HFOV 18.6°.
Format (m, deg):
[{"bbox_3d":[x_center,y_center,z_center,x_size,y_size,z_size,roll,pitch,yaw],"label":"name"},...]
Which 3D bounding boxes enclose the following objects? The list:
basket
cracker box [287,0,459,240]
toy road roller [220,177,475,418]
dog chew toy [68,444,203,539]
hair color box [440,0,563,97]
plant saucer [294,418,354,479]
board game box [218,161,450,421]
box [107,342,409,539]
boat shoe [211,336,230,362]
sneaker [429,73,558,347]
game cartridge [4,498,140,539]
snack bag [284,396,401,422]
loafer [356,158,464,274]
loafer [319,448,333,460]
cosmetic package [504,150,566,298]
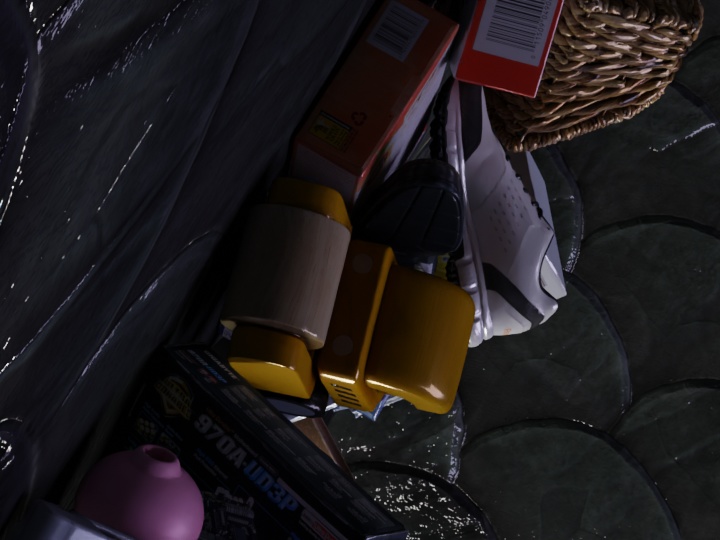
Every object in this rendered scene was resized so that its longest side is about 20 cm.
[{"bbox_3d":[0.168,-0.198,1.743,0.149,0.142,0.200,-63,-145,32],"label":"basket"},{"bbox_3d":[0.002,-0.096,1.554,0.134,0.058,0.200,-58,174,-19],"label":"cracker box"},{"bbox_3d":[-0.003,0.030,1.474,0.200,0.145,0.123,66,36,-72],"label":"toy road roller"},{"bbox_3d":[-0.153,0.199,1.335,0.125,0.124,0.201,-48,159,-72],"label":"dog chew toy"},{"bbox_3d":[0.102,-0.202,1.576,0.200,0.064,0.111,-92,-164,-74],"label":"hair color box"},{"bbox_3d":[-0.046,0.162,2.057,0.037,0.201,0.200,-29,175,0],"label":"plant saucer"},{"bbox_3d":[0.000,0.000,1.650,0.200,0.135,0.034,-57,173,-33],"label":"board game box"},{"bbox_3d":[-0.083,0.166,1.386,0.046,0.200,0.159,-2,126,-53],"label":"box"},{"bbox_3d":[-0.100,0.113,1.623,0.200,0.071,0.063,-52,158,-26],"label":"boat shoe"},{"bbox_3d":[0.097,-0.048,1.612,0.074,0.080,0.201,-142,-136,-84],"label":"sneaker"},{"bbox_3d":[-0.138,0.223,1.264,0.041,0.200,0.133,23,-95,54],"label":"game cartridge"},{"bbox_3d":[0.006,0.052,1.805,0.200,0.021,0.189,-21,-147,25],"label":"snack bag"},{"bbox_3d":[0.035,-0.044,1.539,0.200,0.073,0.073,120,-18,-70],"label":"loafer"},{"bbox_3d":[-0.082,0.130,1.527,0.071,0.073,0.200,-60,144,-8],"label":"loafer"},{"bbox_3d":[0.057,-0.007,1.758,0.199,0.052,0.151,-21,-142,13],"label":"cosmetic package"}]
